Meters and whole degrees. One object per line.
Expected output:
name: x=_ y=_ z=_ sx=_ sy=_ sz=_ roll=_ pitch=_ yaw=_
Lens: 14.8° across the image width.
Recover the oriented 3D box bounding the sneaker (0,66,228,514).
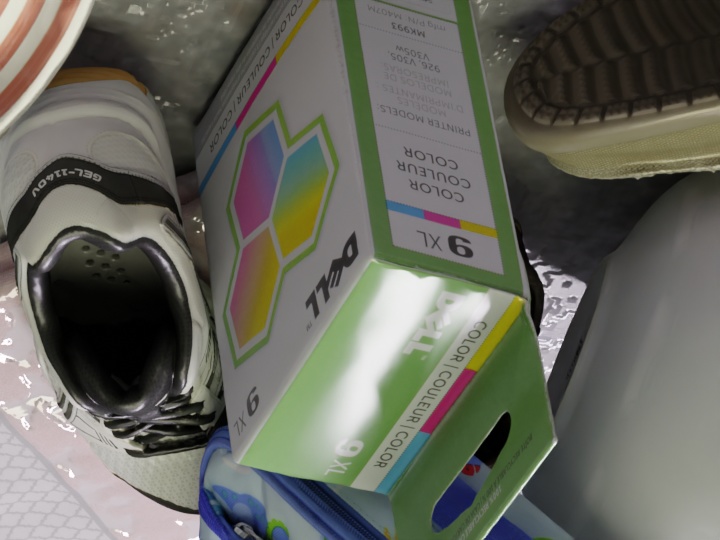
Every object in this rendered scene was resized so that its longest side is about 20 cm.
sneaker: x=-0.081 y=0.030 z=0.943 sx=0.075 sy=0.088 sz=0.201 roll=-15 pitch=133 yaw=5

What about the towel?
towel: x=-0.091 y=0.054 z=1.058 sx=0.190 sy=0.032 sz=0.200 roll=-20 pitch=140 yaw=12

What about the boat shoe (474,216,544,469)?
boat shoe: x=0.017 y=0.060 z=1.016 sx=0.074 sy=0.073 sz=0.201 roll=-10 pitch=131 yaw=-28

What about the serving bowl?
serving bowl: x=0.101 y=0.047 z=0.975 sx=0.065 sy=0.201 sz=0.201 roll=21 pitch=136 yaw=0

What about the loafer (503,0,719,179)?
loafer: x=0.148 y=-0.064 z=0.929 sx=0.198 sy=0.076 sz=0.069 roll=-13 pitch=134 yaw=4

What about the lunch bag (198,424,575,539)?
lunch bag: x=0.024 y=0.137 z=0.938 sx=0.082 sy=0.200 sz=0.162 roll=-26 pitch=139 yaw=-32

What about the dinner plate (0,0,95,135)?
dinner plate: x=-0.169 y=-0.103 z=0.825 sx=0.199 sy=0.024 sz=0.201 roll=-16 pitch=128 yaw=-21

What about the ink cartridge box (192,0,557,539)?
ink cartridge box: x=0.000 y=0.000 z=0.878 sx=0.059 sy=0.201 sz=0.104 roll=13 pitch=135 yaw=-24
